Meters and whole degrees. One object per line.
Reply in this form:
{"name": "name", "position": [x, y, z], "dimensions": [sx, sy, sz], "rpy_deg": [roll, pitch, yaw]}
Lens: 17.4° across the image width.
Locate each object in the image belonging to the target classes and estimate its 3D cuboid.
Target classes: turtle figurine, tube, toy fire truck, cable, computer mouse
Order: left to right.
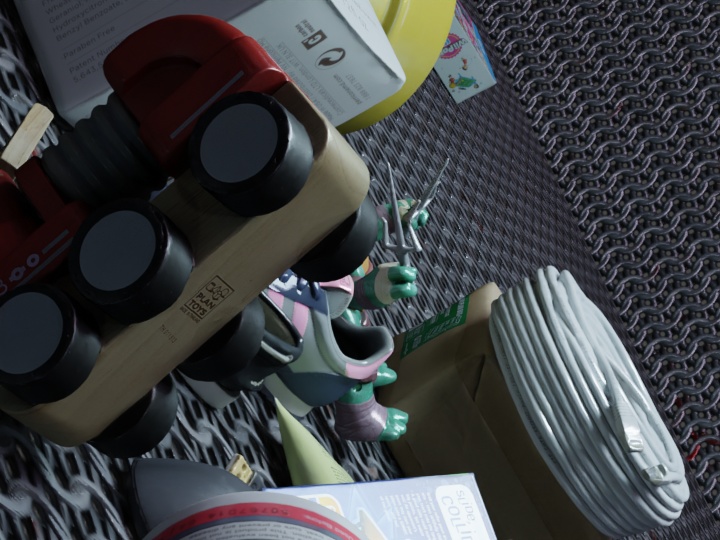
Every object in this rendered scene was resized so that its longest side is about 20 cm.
{"name": "toy fire truck", "position": [-0.108, -0.040, 1.018], "dimensions": [0.200, 0.176, 0.129], "rpy_deg": [50, 4, 32]}
{"name": "computer mouse", "position": [-0.050, 0.129, 1.153], "dimensions": [0.200, 0.046, 0.141], "rpy_deg": [53, 15, -40]}
{"name": "tube", "position": [-0.004, 0.161, 1.313], "dimensions": [0.200, 0.052, 0.058], "rpy_deg": [-114, -150, -43]}
{"name": "turtle figurine", "position": [0.000, 0.000, 1.484], "dimensions": [0.150, 0.101, 0.200], "rpy_deg": [-70, 162, -59]}
{"name": "cable", "position": [0.161, 0.094, 1.648], "dimensions": [0.200, 0.069, 0.200], "rpy_deg": [42, 20, -60]}

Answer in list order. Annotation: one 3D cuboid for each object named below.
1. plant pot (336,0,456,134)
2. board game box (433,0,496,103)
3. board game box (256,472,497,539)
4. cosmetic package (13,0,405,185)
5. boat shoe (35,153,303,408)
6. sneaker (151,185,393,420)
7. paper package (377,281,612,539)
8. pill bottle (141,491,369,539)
{"name": "plant pot", "position": [-0.063, -0.210, 1.632], "dimensions": [0.189, 0.201, 0.201], "rpy_deg": [18, 43, -55]}
{"name": "board game box", "position": [0.092, -0.336, 3.036], "dimensions": [0.200, 0.064, 0.148], "rpy_deg": [55, 12, -37]}
{"name": "board game box", "position": [0.028, 0.191, 1.063], "dimensions": [0.135, 0.034, 0.200], "rpy_deg": [1, 60, -41]}
{"name": "cosmetic package", "position": [-0.103, -0.176, 1.370], "dimensions": [0.200, 0.165, 0.165], "rpy_deg": [66, 10, 25]}
{"name": "boat shoe", "position": [-0.098, -0.005, 1.235], "dimensions": [0.200, 0.060, 0.076], "rpy_deg": [50, 15, -47]}
{"name": "sneaker", "position": [-0.053, 0.005, 1.366], "dimensions": [0.200, 0.082, 0.070], "rpy_deg": [51, 17, -45]}
{"name": "paper package", "position": [0.099, 0.129, 1.725], "dimensions": [0.191, 0.103, 0.200], "rpy_deg": [60, 11, -11]}
{"name": "pill bottle", "position": [-0.039, 0.180, 0.870], "dimensions": [0.120, 0.119, 0.200], "rpy_deg": [57, 11, -22]}
